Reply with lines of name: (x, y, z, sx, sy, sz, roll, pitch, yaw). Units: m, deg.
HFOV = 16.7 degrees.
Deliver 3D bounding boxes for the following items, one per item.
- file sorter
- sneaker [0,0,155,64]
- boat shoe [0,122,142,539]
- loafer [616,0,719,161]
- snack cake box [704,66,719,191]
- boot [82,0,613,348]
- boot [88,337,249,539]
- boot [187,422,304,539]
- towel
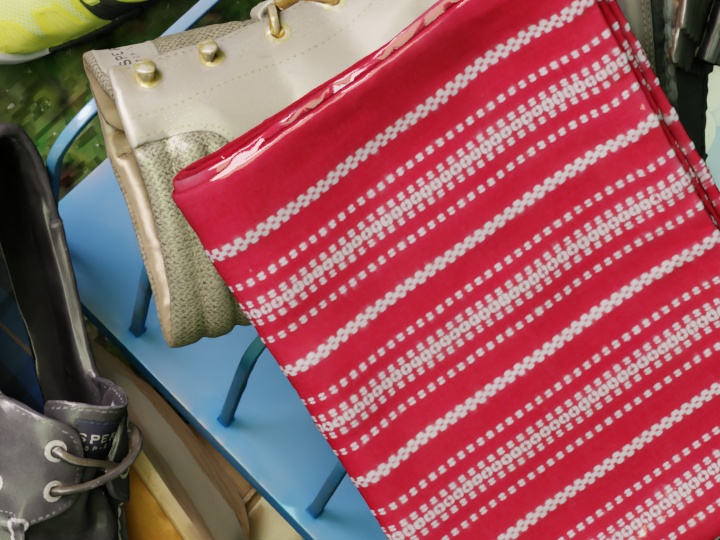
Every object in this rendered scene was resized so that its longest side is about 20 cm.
file sorter: (0.000, 0.000, 0.853, 0.200, 0.123, 0.139, 45, 73, 6)
sneaker: (-0.075, -0.141, 0.902, 0.199, 0.076, 0.076, -29, 93, 6)
boat shoe: (-0.104, 0.047, 0.799, 0.066, 0.070, 0.202, -19, 82, 35)
loafer: (0.103, -0.127, 0.780, 0.062, 0.072, 0.202, -4, 92, 17)
snack cake box: (0.141, -0.067, 0.873, 0.067, 0.115, 0.202, -6, 93, 4)
boot: (-0.012, -0.085, 0.767, 0.153, 0.072, 0.202, -10, 89, -9)
boot: (-0.095, 0.139, 0.871, 0.144, 0.071, 0.202, -35, 90, 12)
boot: (-0.097, 0.108, 0.930, 0.175, 0.066, 0.200, 41, 95, -9)
towel: (0.050, 0.014, 0.745, 0.144, 0.022, 0.201, -33, 109, 0)
